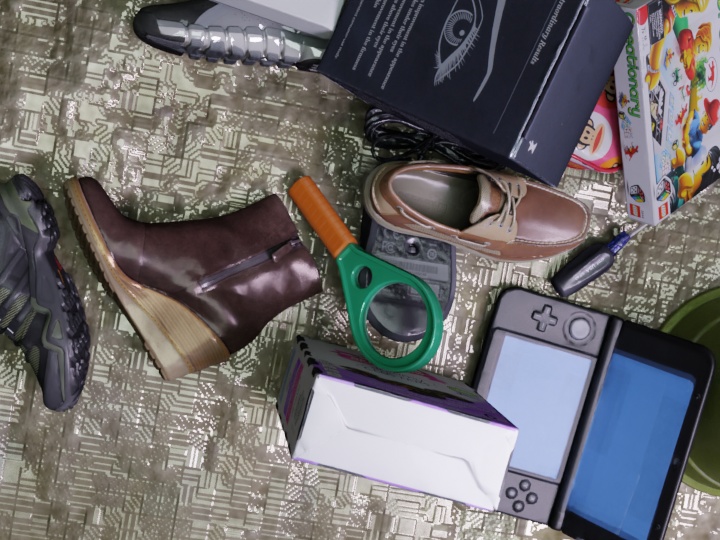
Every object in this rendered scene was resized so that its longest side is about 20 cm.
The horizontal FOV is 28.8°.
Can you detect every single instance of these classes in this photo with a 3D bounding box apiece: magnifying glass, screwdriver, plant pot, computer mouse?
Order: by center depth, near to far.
[{"bbox_3d":[0.000,0.000,1.184,0.080,0.022,0.201,-45,66,19],"label":"magnifying glass"},{"bbox_3d":[0.365,0.122,1.215,0.198,0.190,0.202,-1,96,-8],"label":"plant pot"},{"bbox_3d":[0.049,-0.036,1.230,0.137,0.053,0.202,13,83,-10],"label":"computer mouse"},{"bbox_3d":[0.253,-0.043,1.268,0.200,0.028,0.029,-40,70,-5],"label":"screwdriver"}]

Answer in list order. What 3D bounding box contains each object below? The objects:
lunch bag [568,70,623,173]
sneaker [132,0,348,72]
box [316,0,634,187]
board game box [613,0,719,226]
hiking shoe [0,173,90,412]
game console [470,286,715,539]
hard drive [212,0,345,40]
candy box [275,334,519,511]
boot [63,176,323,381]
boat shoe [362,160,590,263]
[{"bbox_3d":[0.204,-0.190,1.214,0.175,0.082,0.202,23,91,-18],"label":"lunch bag"},{"bbox_3d":[-0.090,-0.234,1.185,0.198,0.075,0.117,5,89,-17],"label":"sneaker"},{"bbox_3d":[0.090,-0.176,1.114,0.199,0.104,0.149,29,94,29],"label":"box"},{"bbox_3d":[0.269,-0.155,1.191,0.126,0.034,0.202,-33,127,-30],"label":"board game box"},{"bbox_3d":[-0.292,0.026,1.181,0.100,0.076,0.202,-15,88,2],"label":"hiking shoe"},{"bbox_3d":[0.187,0.135,1.228,0.174,0.116,0.202,16,92,-9],"label":"game console"},{"bbox_3d":[-0.055,-0.301,1.159,0.131,0.026,0.202,18,73,-2],"label":"hard drive"},{"bbox_3d":[0.023,0.121,1.161,0.166,0.200,0.072,16,94,-9],"label":"candy box"},{"bbox_3d":[-0.144,-0.024,1.204,0.166,0.072,0.201,-33,98,-16],"label":"boot"},{"bbox_3d":[0.102,-0.050,1.177,0.198,0.072,0.077,6,84,-11],"label":"boat shoe"}]
